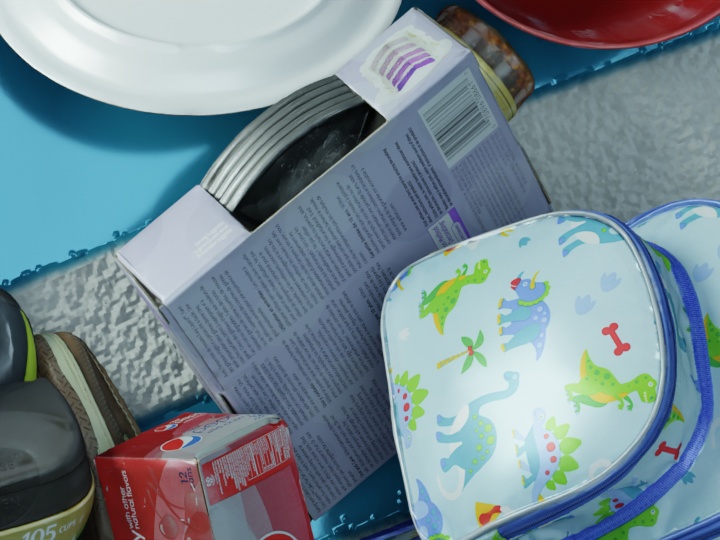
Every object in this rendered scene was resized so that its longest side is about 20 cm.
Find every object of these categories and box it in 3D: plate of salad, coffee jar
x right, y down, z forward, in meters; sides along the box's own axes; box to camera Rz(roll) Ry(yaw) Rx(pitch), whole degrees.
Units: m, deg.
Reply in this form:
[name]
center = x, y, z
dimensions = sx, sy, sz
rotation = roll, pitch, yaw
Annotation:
[plate of salad]
center = -0.079, -0.138, 1.327
dimensions = 0.200, 0.048, 0.200
rotation = 2, 48, -2
[coffee jar]
center = -0.169, 0.149, 1.279
dimensions = 0.104, 0.085, 0.200
rotation = -13, 120, -20

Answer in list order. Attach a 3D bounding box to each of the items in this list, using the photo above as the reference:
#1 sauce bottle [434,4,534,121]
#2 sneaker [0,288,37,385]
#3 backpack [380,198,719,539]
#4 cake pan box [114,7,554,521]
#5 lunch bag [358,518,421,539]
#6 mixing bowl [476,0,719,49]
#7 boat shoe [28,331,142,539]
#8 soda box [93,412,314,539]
[sauce bottle]
center = -0.002, -0.040, 1.364
dimensions = 0.066, 0.066, 0.200
rotation = 43, 84, -6
[sneaker]
center = -0.226, 0.088, 1.300
dimensions = 0.074, 0.081, 0.200
rotation = 34, 85, 27
[backpack]
center = 0.114, 0.062, 1.240
dimensions = 0.200, 0.147, 0.183
rotation = -22, 57, 20
[cake pan box]
center = 0.000, 0.000, 1.311
dimensions = 0.184, 0.052, 0.200
rotation = -42, 139, -8
[lunch bag]
center = 0.058, 0.191, 1.360
dimensions = 0.200, 0.082, 0.161
rotation = -22, 89, -10
[mixing bowl]
center = 0.105, -0.206, 1.358
dimensions = 0.200, 0.108, 0.200
rotation = -1, 94, -12
[boat shoe]
center = -0.107, 0.121, 1.349
dimensions = 0.075, 0.075, 0.202
rotation = -17, 86, -39
[soda box]
center = -0.055, 0.167, 1.273
dimensions = 0.063, 0.070, 0.200
rotation = -24, 106, -45
